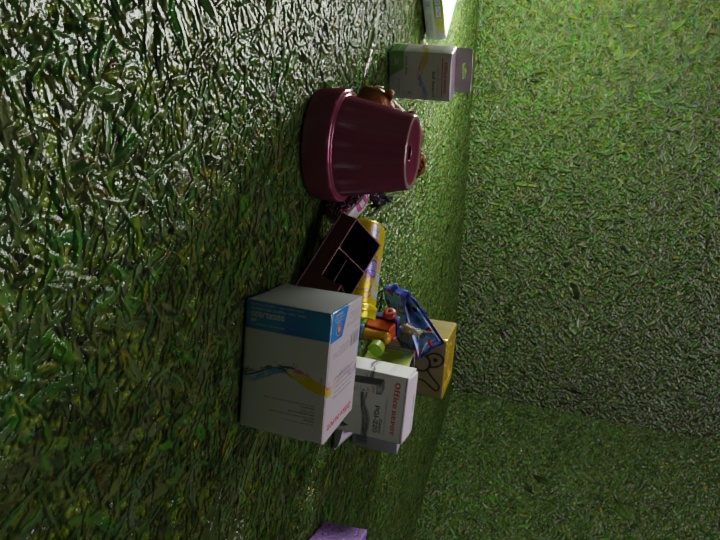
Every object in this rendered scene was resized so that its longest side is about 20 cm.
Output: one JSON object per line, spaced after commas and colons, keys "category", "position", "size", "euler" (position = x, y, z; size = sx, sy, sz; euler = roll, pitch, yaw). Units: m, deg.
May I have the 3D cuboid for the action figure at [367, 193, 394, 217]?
{"category": "action figure", "position": [0.060, -0.223, 1.406], "size": [0.119, 0.100, 0.204], "euler": [-2, 96, -76]}

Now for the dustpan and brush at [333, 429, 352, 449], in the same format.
{"category": "dustpan and brush", "position": [-0.012, 0.321, 1.477], "size": [0.139, 0.056, 0.204], "euler": [-17, 110, -65]}

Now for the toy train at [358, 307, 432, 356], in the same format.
{"category": "toy train", "position": [0.057, 0.153, 1.409], "size": [0.116, 0.197, 0.086], "euler": [-56, 151, -47]}

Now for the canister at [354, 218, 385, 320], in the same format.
{"category": "canister", "position": [0.000, 0.000, 1.322], "size": [0.149, 0.085, 0.204], "euler": [37, 61, -78]}

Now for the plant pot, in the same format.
{"category": "plant pot", "position": [0.010, -0.217, 1.086], "size": [0.200, 0.176, 0.204], "euler": [9, 90, -75]}

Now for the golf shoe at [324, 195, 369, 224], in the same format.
{"category": "golf shoe", "position": [-0.017, -0.134, 1.222], "size": [0.201, 0.071, 0.093], "euler": [-60, 153, -53]}

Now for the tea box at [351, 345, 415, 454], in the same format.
{"category": "tea box", "position": [0.063, 0.338, 1.634], "size": [0.197, 0.131, 0.203], "euler": [-55, 150, -56]}

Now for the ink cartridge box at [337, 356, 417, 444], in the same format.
{"category": "ink cartridge box", "position": [0.014, 0.270, 1.301], "size": [0.085, 0.196, 0.149], "euler": [-20, 116, -72]}

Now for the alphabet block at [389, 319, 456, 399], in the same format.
{"category": "alphabet block", "position": [0.185, 0.265, 1.913], "size": [0.196, 0.196, 0.199], "euler": [-39, 135, -68]}

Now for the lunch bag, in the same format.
{"category": "lunch bag", "position": [0.130, 0.128, 1.707], "size": [0.202, 0.093, 0.150], "euler": [62, -12, -15]}

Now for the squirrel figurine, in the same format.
{"category": "squirrel figurine", "position": [0.061, -0.283, 1.245], "size": [0.187, 0.140, 0.202], "euler": [51, 15, -60]}

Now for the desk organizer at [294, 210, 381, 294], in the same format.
{"category": "desk organizer", "position": [-0.044, 0.002, 1.096], "size": [0.202, 0.076, 0.072], "euler": [-59, 157, -20]}

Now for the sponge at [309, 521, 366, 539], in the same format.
{"category": "sponge", "position": [-0.063, 0.623, 1.363], "size": [0.200, 0.110, 0.030], "euler": [-3, 99, -74]}

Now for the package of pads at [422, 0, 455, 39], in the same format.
{"category": "package of pads", "position": [0.235, -0.809, 1.804], "size": [0.155, 0.067, 0.203], "euler": [67, 35, -59]}

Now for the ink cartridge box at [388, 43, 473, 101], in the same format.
{"category": "ink cartridge box", "position": [0.172, -0.484, 1.491], "size": [0.068, 0.196, 0.119], "euler": [-61, 154, -51]}

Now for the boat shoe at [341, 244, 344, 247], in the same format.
{"category": "boat shoe", "position": [-0.045, 0.036, 1.211], "size": [0.072, 0.071, 0.204], "euler": [-18, 115, -74]}

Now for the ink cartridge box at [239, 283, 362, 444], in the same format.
{"category": "ink cartridge box", "position": [-0.092, 0.140, 0.959], "size": [0.147, 0.142, 0.204], "euler": [-24, 120, -71]}
